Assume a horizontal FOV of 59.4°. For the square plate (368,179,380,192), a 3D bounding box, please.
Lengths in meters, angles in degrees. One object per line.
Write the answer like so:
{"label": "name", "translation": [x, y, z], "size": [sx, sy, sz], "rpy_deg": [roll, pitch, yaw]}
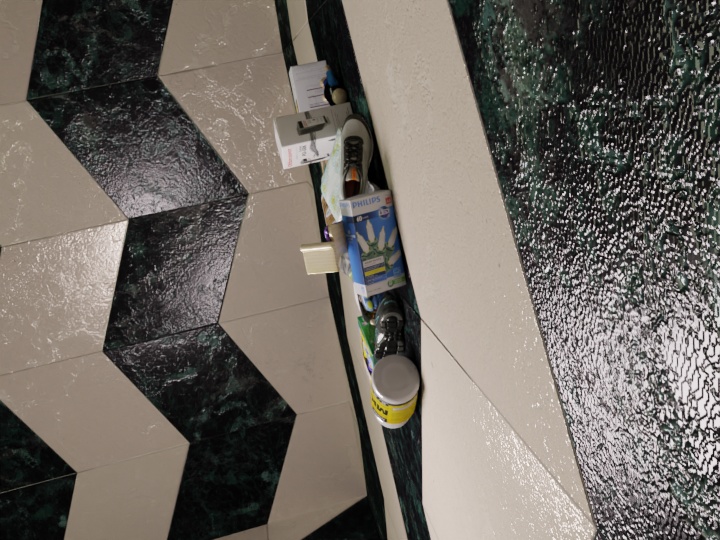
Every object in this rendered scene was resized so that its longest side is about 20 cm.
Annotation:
{"label": "square plate", "translation": [0.035, -0.119, 1.482], "size": [0.198, 0.028, 0.205], "rpy_deg": [-125, 24, -70]}

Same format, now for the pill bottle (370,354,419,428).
{"label": "pill bottle", "translation": [0.079, 0.292, 1.489], "size": [0.202, 0.111, 0.116], "rpy_deg": [89, 167, -57]}

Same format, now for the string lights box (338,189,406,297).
{"label": "string lights box", "translation": [0.026, -0.059, 1.331], "size": [0.059, 0.101, 0.205], "rpy_deg": [15, 118, 62]}

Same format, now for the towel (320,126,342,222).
{"label": "towel", "translation": [-0.040, -0.227, 1.509], "size": [0.173, 0.047, 0.203], "rpy_deg": [-114, 34, -51]}

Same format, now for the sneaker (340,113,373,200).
{"label": "sneaker", "translation": [-0.010, -0.232, 1.356], "size": [0.079, 0.072, 0.206], "rpy_deg": [-56, -33, -83]}

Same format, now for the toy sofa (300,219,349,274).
{"label": "toy sofa", "translation": [-0.048, -0.069, 1.385], "size": [0.199, 0.081, 0.100], "rpy_deg": [-35, -63, -58]}

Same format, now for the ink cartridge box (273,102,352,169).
{"label": "ink cartridge box", "translation": [-0.115, -0.340, 1.609], "size": [0.147, 0.195, 0.085], "rpy_deg": [109, 147, -76]}

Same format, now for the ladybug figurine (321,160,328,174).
{"label": "ladybug figurine", "translation": [-0.069, -0.292, 1.825], "size": [0.200, 0.070, 0.139], "rpy_deg": [-125, 24, -71]}

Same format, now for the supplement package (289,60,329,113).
{"label": "supplement package", "translation": [-0.138, -0.501, 1.872], "size": [0.114, 0.107, 0.205], "rpy_deg": [-142, 41, -79]}

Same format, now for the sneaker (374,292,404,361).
{"label": "sneaker", "translation": [0.070, 0.140, 1.521], "size": [0.080, 0.073, 0.203], "rpy_deg": [-101, 13, -45]}

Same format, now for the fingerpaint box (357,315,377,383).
{"label": "fingerpaint box", "translation": [0.050, 0.244, 1.774], "size": [0.201, 0.072, 0.170], "rpy_deg": [-115, 15, -61]}

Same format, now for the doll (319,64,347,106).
{"label": "doll", "translation": [-0.073, -0.469, 1.659], "size": [0.201, 0.047, 0.139], "rpy_deg": [-117, 15, -64]}

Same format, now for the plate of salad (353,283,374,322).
{"label": "plate of salad", "translation": [0.018, 0.041, 1.759], "size": [0.200, 0.047, 0.206], "rpy_deg": [-6, -90, -77]}

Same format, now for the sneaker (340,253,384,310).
{"label": "sneaker", "translation": [0.000, 0.000, 1.530], "size": [0.083, 0.070, 0.204], "rpy_deg": [-38, 72, 60]}

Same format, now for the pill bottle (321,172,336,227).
{"label": "pill bottle", "translation": [-0.044, -0.172, 1.664], "size": [0.115, 0.111, 0.203], "rpy_deg": [88, 170, -55]}

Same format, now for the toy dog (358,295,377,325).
{"label": "toy dog", "translation": [0.020, 0.053, 1.608], "size": [0.132, 0.094, 0.205], "rpy_deg": [130, 127, -81]}
